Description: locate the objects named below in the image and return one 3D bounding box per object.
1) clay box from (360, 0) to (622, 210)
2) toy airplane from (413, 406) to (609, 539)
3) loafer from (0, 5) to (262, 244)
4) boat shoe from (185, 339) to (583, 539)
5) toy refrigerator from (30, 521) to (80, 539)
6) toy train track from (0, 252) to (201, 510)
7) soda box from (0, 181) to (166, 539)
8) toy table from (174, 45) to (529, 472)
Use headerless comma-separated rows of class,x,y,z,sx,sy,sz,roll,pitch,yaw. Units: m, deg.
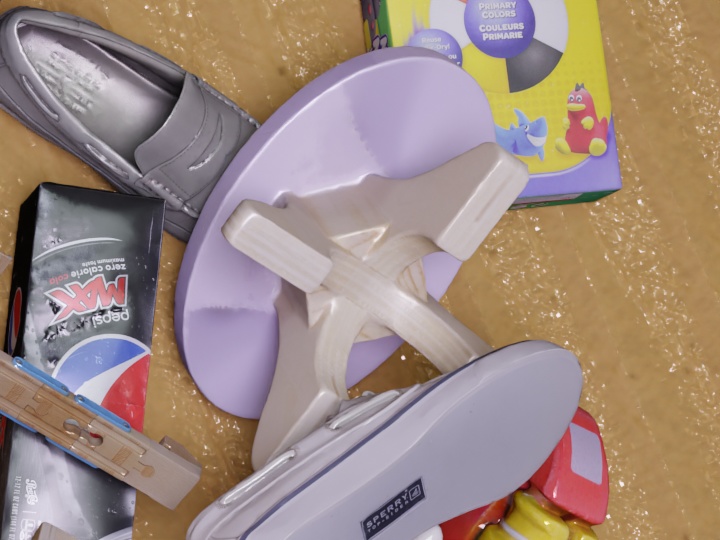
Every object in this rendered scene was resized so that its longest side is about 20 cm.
clay box,0.061,-0.131,1.403,0.114,0.048,0.201,-6,84,-17
toy airplane,0.062,0.181,1.306,0.199,0.141,0.200,-26,111,-33
loafer,-0.094,-0.063,1.338,0.199,0.070,0.070,28,75,-10
boat shoe,0.011,0.085,1.230,0.200,0.066,0.072,-36,134,-24
toy refrigerator,-0.161,0.219,1.239,0.076,0.070,0.201,29,105,-9
toy train track,-0.159,0.044,1.242,0.200,0.033,0.115,33,115,-17
soda box,-0.137,0.064,1.306,0.063,0.071,0.201,7,80,-15
toy table,0.000,0.000,1.294,0.183,0.117,0.201,20,105,-25
